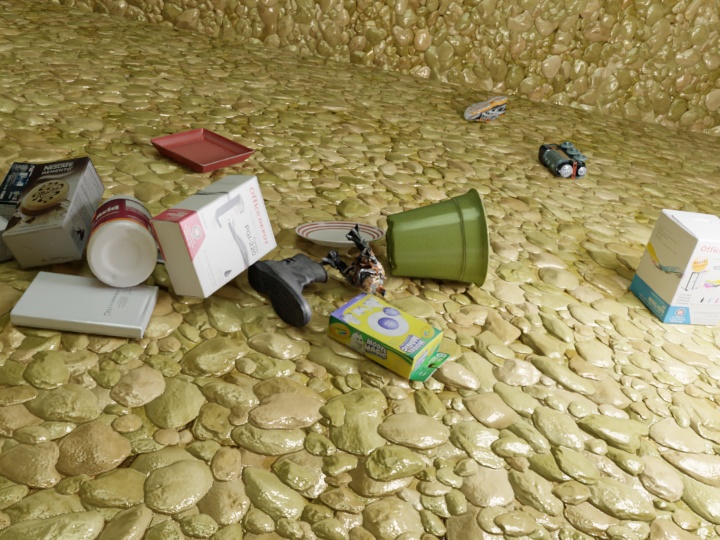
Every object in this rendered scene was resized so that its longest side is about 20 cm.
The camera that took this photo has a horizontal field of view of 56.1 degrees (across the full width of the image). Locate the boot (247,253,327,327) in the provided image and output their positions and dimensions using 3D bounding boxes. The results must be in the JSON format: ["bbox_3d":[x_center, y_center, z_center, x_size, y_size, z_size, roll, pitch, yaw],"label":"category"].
[{"bbox_3d":[-0.110,0.023,1.236,0.129,0.071,0.200,-12,37,-34],"label":"boot"}]

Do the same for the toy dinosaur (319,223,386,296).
[{"bbox_3d":[0.000,0.000,1.305,0.136,0.200,0.102,45,75,0],"label":"toy dinosaur"}]

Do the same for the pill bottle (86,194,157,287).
[{"bbox_3d":[-0.418,-0.060,1.191,0.111,0.117,0.200,0,21,-20],"label":"pill bottle"}]

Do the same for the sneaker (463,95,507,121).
[{"bbox_3d":[0.490,-0.613,2.624,0.196,0.079,0.078,-22,33,-18],"label":"sneaker"}]

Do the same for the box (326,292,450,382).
[{"bbox_3d":[0.052,0.114,1.161,0.197,0.049,0.117,27,31,23],"label":"box"}]

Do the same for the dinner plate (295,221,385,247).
[{"bbox_3d":[-0.043,-0.076,1.456,0.195,0.025,0.200,2,14,-1],"label":"dinner plate"}]

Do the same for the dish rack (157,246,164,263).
[{"bbox_3d":[-0.322,-0.062,1.340,0.195,0.044,0.173,10,29,-1],"label":"dish rack"}]

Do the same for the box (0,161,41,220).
[{"bbox_3d":[-0.648,-0.160,1.387,0.155,0.047,0.201,3,30,-17],"label":"box"}]

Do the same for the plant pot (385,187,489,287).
[{"bbox_3d":[0.149,-0.059,1.394,0.185,0.204,0.201,-5,30,-4],"label":"plant pot"}]

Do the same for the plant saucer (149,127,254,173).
[{"bbox_3d":[-0.411,-0.310,1.763,0.197,0.037,0.199,26,32,24],"label":"plant saucer"}]

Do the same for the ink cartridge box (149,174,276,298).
[{"bbox_3d":[-0.254,-0.065,1.200,0.083,0.149,0.200,5,31,34],"label":"ink cartridge box"}]

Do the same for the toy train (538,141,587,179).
[{"bbox_3d":[0.667,-0.362,2.231,0.111,0.087,0.201,-6,33,-7],"label":"toy train"}]

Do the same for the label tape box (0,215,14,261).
[{"bbox_3d":[-0.712,-0.050,1.146,0.142,0.065,0.199,26,31,26],"label":"label tape box"}]

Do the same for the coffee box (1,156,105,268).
[{"bbox_3d":[-0.547,-0.109,1.218,0.110,0.081,0.203,-9,44,3],"label":"coffee box"}]

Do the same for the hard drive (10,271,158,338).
[{"bbox_3d":[-0.441,0.055,1.099,0.195,0.027,0.133,8,28,-8],"label":"hard drive"}]

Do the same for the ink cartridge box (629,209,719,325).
[{"bbox_3d":[0.714,-0.007,1.468,0.143,0.204,0.146,3,28,-14],"label":"ink cartridge box"}]
